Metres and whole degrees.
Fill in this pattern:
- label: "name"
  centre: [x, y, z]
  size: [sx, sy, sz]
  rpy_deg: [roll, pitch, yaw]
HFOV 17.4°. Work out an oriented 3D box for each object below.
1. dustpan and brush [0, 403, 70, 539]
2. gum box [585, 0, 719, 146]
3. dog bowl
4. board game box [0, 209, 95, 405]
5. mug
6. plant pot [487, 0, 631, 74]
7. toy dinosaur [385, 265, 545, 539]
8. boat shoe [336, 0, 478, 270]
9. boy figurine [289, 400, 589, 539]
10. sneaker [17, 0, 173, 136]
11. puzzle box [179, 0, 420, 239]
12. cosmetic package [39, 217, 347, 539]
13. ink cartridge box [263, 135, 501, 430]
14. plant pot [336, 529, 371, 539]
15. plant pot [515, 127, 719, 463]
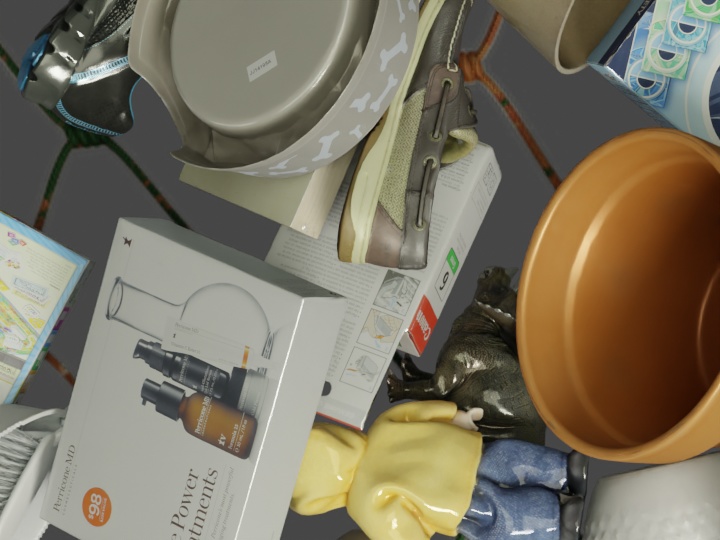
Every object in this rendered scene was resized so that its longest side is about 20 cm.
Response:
- label: "dustpan and brush"
  centre: [-0.205, 0.114, 1.503]
  size: [0.057, 0.140, 0.201]
  rpy_deg: [18, 60, 20]
- label: "gum box"
  centre: [0.271, -0.137, 1.491]
  size: [0.200, 0.045, 0.170]
  rpy_deg: [37, 90, -16]
- label: "dog bowl"
  centre: [-0.050, -0.148, 1.441]
  size: [0.199, 0.059, 0.201]
  rpy_deg: [-14, 66, 34]
- label: "board game box"
  centre: [-0.292, 0.005, 1.534]
  size: [0.199, 0.034, 0.135]
  rpy_deg: [29, 89, 2]
- label: "mug"
  centre: [0.231, 0.202, 1.472]
  size: [0.199, 0.147, 0.176]
  rpy_deg: [-10, 85, -29]
- label: "plant pot"
  centre: [0.101, -0.256, 1.471]
  size: [0.200, 0.187, 0.188]
  rpy_deg: [37, 90, 15]
- label: "toy dinosaur"
  centre: [0.077, 0.095, 1.501]
  size: [0.102, 0.077, 0.201]
  rpy_deg: [-9, 84, 15]
- label: "boat shoe"
  centre: [0.041, -0.086, 1.449]
  size: [0.064, 0.073, 0.201]
  rpy_deg: [19, 69, 3]
- label: "boy figurine"
  centre: [0.039, 0.134, 1.435]
  size: [0.199, 0.065, 0.125]
  rpy_deg: [6, 53, 5]
- label: "sneaker"
  centre: [-0.141, -0.182, 1.527]
  size: [0.082, 0.073, 0.201]
  rpy_deg: [32, 91, -20]
- label: "puzzle box"
  centre: [-0.033, -0.130, 1.491]
  size: [0.025, 0.133, 0.201]
  rpy_deg: [24, 90, -39]
- label: "cosmetic package"
  centre: [-0.104, 0.085, 1.435]
  size: [0.150, 0.052, 0.201]
  rpy_deg: [22, 102, 34]
- label: "ink cartridge box"
  centre: [0.000, 0.000, 1.483]
  size: [0.108, 0.050, 0.201]
  rpy_deg: [20, 75, 19]
- label: "plant pot"
  centre: [-0.011, 0.264, 1.456]
  size: [0.200, 0.200, 0.174]
  rpy_deg: [39, 74, 2]
- label: "plant pot"
  centre: [0.210, 0.025, 1.436]
  size: [0.139, 0.200, 0.201]
  rpy_deg: [13, 89, -37]
